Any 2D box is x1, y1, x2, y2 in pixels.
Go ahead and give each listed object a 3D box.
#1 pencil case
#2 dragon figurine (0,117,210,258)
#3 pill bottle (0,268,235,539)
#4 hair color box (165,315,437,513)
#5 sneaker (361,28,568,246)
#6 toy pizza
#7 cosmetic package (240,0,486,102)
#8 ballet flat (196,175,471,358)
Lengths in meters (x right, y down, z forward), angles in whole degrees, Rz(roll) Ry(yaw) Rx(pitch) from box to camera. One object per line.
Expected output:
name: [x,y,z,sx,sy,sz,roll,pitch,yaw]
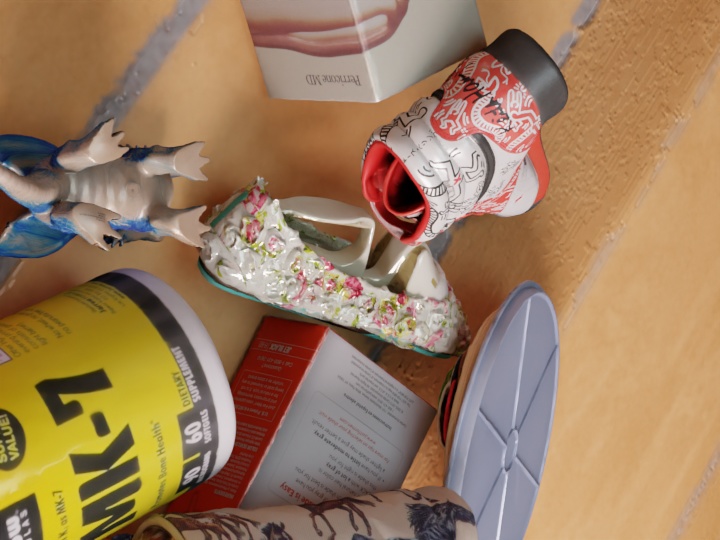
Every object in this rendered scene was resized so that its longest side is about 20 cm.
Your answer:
pencil case: [-0.028,0.155,0.879,0.199,0.089,0.078,0,66,-39]
dragon figurine: [-0.138,-0.036,0.814,0.200,0.099,0.059,-2,89,-52]
pill bottle: [-0.166,0.085,0.807,0.199,0.114,0.115,-27,112,-35]
hair color box: [-0.047,0.137,0.949,0.101,0.061,0.201,39,70,-36]
sneaker: [0.050,-0.055,0.966,0.108,0.201,0.067,-38,78,-10]
toy pizza: [0.075,0.103,1.032,0.200,0.032,0.201,12,90,-70]
cosmetic package: [-0.018,-0.195,0.906,0.087,0.103,0.201,-30,112,-33]
ballet flat: [0.000,0.000,0.959,0.199,0.076,0.064,18,112,-41]
